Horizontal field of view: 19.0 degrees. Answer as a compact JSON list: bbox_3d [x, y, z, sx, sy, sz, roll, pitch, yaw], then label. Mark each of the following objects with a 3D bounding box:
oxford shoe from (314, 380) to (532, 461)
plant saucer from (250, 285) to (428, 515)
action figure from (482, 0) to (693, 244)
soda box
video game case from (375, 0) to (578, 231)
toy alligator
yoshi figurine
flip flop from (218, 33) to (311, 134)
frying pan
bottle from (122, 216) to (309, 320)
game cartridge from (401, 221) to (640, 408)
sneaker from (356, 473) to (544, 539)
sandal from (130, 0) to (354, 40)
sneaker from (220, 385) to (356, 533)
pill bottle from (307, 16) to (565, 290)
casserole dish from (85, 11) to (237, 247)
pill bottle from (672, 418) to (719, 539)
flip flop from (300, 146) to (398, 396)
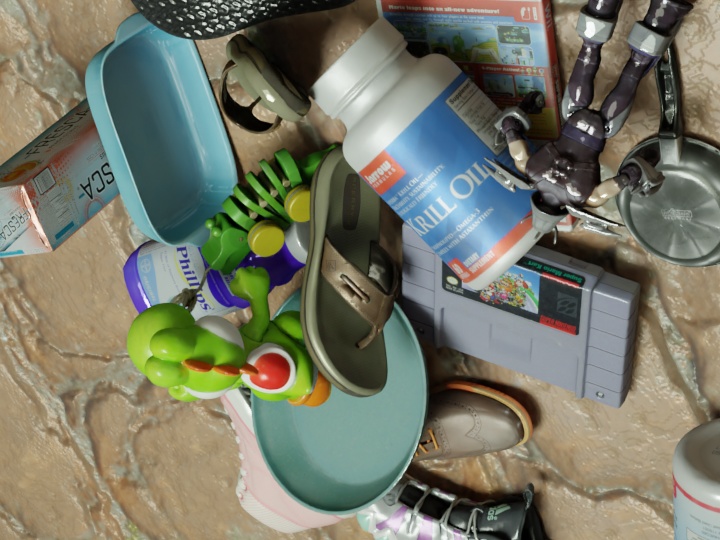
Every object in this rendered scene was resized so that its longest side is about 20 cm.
[{"bbox_3d":[0.053,0.143,1.836,0.199,0.073,0.072,-5,118,34],"label":"oxford shoe"},{"bbox_3d":[-0.011,0.105,1.811,0.199,0.036,0.202,-5,82,41],"label":"plant saucer"},{"bbox_3d":[0.167,-0.110,1.545,0.129,0.069,0.201,24,105,6],"label":"action figure"},{"bbox_3d":[-0.232,-0.086,1.771,0.068,0.200,0.064,-5,117,36],"label":"soda box"},{"bbox_3d":[0.091,-0.126,1.671,0.142,0.017,0.201,6,123,28],"label":"video game case"},{"bbox_3d":[-0.098,-0.040,1.755,0.200,0.059,0.054,-43,133,5],"label":"toy alligator"},{"bbox_3d":[-0.110,0.060,1.746,0.112,0.199,0.113,-25,71,38],"label":"yoshi figurine"},{"bbox_3d":[-0.080,-0.135,1.672,0.081,0.200,0.058,41,93,-12],"label":"flip flop"},{"bbox_3d":[0.248,-0.077,1.604,0.114,0.031,0.191,23,132,15],"label":"frying pan"},{"bbox_3d":[-0.113,-0.007,1.841,0.199,0.065,0.084,-17,102,38],"label":"bottle"},{"bbox_3d":[0.125,0.030,1.733,0.199,0.038,0.130,19,142,20],"label":"game cartridge"},{"bbox_3d":[0.095,0.213,1.863,0.200,0.078,0.140,40,131,-10],"label":"sneaker"},{"bbox_3d":[-0.089,-0.229,1.703,0.198,0.045,0.075,-4,124,17],"label":"sandal"},{"bbox_3d":[-0.091,0.156,1.931,0.104,0.075,0.201,-27,107,35],"label":"sneaker"},{"bbox_3d":[0.057,-0.091,1.628,0.200,0.112,0.112,45,132,-2],"label":"pill bottle"},{"bbox_3d":[-0.167,-0.114,1.767,0.039,0.121,0.201,-2,116,39],"label":"casserole dish"},{"bbox_3d":[0.304,0.225,1.714,0.108,0.109,0.201,10,124,25],"label":"pill bottle"},{"bbox_3d":[0.000,0.000,1.719,0.057,0.081,0.202,0,87,47],"label":"flip flop"}]
